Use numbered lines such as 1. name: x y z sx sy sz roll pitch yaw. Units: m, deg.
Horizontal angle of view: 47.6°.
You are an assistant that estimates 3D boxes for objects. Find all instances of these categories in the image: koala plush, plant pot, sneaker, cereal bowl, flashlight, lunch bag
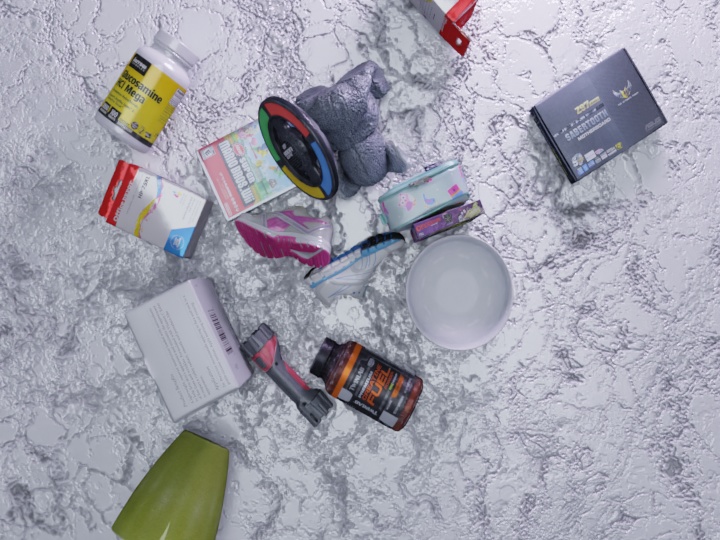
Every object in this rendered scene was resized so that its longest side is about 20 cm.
1. koala plush: -0.012 -0.235 1.440 0.174 0.185 0.203 -22 109 11
2. plant pot: -0.316 0.398 1.459 0.183 0.187 0.204 23 77 1
3. sneaker: 0.000 0.000 1.491 0.197 0.075 0.088 -28 103 5
4. cereal bowl: 0.175 0.039 1.472 0.194 0.083 0.206 0 90 1
5. flashlight: -0.132 0.189 1.496 0.068 0.068 0.200 -44 95 -2
6. sneaker: -0.133 -0.073 1.486 0.195 0.082 0.090 16 57 14
7. lunch bag: 0.104 -0.125 1.413 0.157 0.200 0.079 -22 88 4

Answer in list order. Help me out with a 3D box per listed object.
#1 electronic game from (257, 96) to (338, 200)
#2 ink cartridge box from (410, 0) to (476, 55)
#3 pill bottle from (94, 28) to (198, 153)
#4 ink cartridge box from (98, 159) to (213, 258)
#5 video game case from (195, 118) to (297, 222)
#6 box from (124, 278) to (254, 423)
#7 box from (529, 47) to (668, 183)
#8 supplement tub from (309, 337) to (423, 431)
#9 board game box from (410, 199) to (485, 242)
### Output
1. electronic game: -0.108 -0.208 1.406 0.041 0.200 0.201 -39 89 -22
2. ink cartridge box: 0.141 -0.485 1.440 0.067 0.116 0.200 -43 90 1
3. pill bottle: -0.379 -0.324 1.466 0.111 0.112 0.202 33 91 1
4. ink cartridge box: -0.382 -0.115 1.492 0.196 0.067 0.119 24 91 1
5. video game case: -0.189 -0.199 1.510 0.196 0.017 0.146 -26 90 1
6. box: -0.293 0.132 1.428 0.128 0.200 0.203 -25 91 0
7. box: 0.428 -0.278 1.476 0.197 0.051 0.160 -31 89 2
8. supplement tub: 0.008 0.198 1.467 0.197 0.107 0.109 28 92 1
9. board game box: 0.146 -0.083 1.412 0.118 0.200 0.033 -25 89 1
